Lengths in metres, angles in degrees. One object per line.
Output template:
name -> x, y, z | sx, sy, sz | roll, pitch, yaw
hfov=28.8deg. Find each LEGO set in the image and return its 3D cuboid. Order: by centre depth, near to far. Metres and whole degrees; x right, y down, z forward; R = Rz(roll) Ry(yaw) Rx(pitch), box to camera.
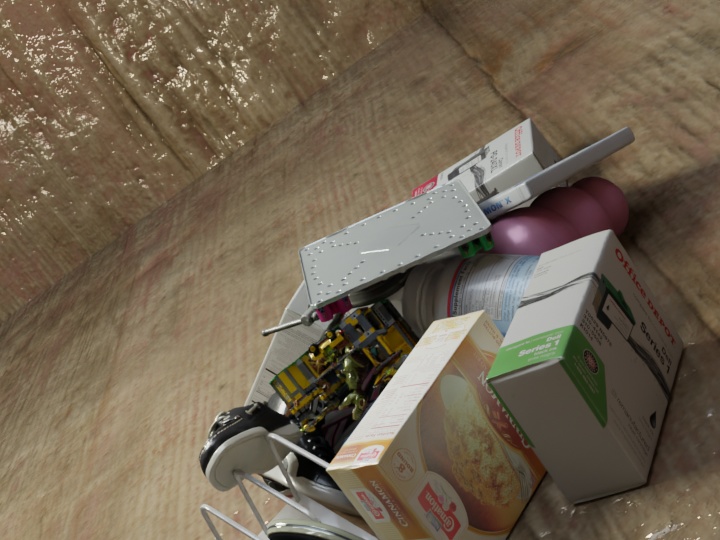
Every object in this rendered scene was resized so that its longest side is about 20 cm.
LEGO set -> 0.006, 0.113, 1.403 | 0.153, 0.116, 0.200 | -39, -7, 1

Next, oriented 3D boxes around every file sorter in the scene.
file sorter -> -0.090, 0.273, 1.286 | 0.138, 0.125, 0.200 | 23, 58, 39

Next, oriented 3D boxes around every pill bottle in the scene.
pill bottle -> 0.146, 0.038, 1.440 | 0.199, 0.109, 0.109 | 3, 39, 36

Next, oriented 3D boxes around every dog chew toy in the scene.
dog chew toy -> 0.223, -0.035, 1.559 | 0.200, 0.125, 0.124 | -37, 16, -28

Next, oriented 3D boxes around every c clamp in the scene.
c clamp -> 0.000, 0.000, 1.552 | 0.170, 0.027, 0.200 | -11, 25, 42

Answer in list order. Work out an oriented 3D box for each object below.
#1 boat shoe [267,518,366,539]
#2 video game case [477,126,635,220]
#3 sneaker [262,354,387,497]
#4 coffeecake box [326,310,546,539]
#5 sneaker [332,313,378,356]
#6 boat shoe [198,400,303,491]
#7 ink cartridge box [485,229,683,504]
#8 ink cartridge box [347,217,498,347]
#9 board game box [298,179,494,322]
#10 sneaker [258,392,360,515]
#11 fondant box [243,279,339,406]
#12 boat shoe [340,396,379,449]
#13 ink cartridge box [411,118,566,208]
boat shoe -> 0.005, 0.263, 1.165 | 0.063, 0.199, 0.075 | -61, -18, -18
video game case -> 0.192, -0.095, 1.599 | 0.199, 0.022, 0.182 | -29, 1, -39
sneaker -> -0.042, 0.168, 1.602 | 0.200, 0.087, 0.080 | -43, 17, -16
coffeecake box -> 0.083, 0.161, 1.260 | 0.073, 0.154, 0.200 | -15, 28, 47
sneaker -> -0.016, 0.128, 1.692 | 0.201, 0.079, 0.071 | -63, 7, -10
boat shoe -> -0.117, 0.164, 1.376 | 0.074, 0.060, 0.200 | -55, -15, 13
ink cartridge box -> 0.204, 0.080, 1.245 | 0.084, 0.147, 0.200 | -22, 23, 35
ink cartridge box -> 0.085, 0.010, 1.645 | 0.144, 0.085, 0.200 | -7, 19, 26
board game box -> 0.035, -0.024, 1.491 | 0.199, 0.026, 0.200 | -24, 19, 1
sneaker -> -0.052, 0.182, 1.497 | 0.199, 0.073, 0.113 | 14, 77, 46
fondant box -> -0.074, 0.088, 1.759 | 0.201, 0.058, 0.145 | -64, -3, 40
boat shoe -> 0.025, 0.173, 1.458 | 0.069, 0.084, 0.200 | -42, 17, 23
ink cartridge box -> 0.170, -0.102, 1.879 | 0.199, 0.084, 0.145 | -32, 18, 17
